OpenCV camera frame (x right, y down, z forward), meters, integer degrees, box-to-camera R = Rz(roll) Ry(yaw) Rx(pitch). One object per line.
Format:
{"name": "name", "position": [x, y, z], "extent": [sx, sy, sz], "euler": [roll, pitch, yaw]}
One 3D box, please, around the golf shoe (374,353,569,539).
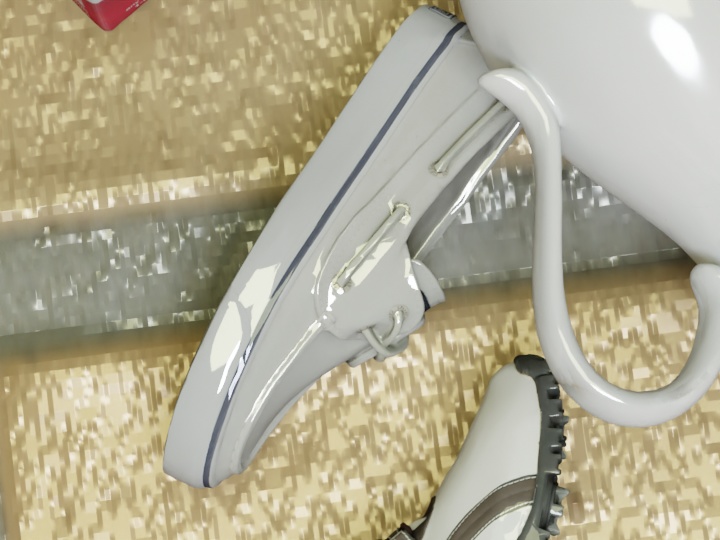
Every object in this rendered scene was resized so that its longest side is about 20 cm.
{"name": "golf shoe", "position": [0.016, 0.118, 1.040], "extent": [0.094, 0.078, 0.201], "euler": [17, 81, 4]}

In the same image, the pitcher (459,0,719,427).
{"name": "pitcher", "position": [0.099, -0.059, 1.013], "extent": [0.171, 0.121, 0.200], "euler": [-31, 85, -27]}

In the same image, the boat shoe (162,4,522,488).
{"name": "boat shoe", "position": [0.000, 0.000, 1.065], "extent": [0.066, 0.072, 0.200], "euler": [30, 75, 10]}

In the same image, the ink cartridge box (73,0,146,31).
{"name": "ink cartridge box", "position": [-0.090, -0.202, 1.028], "extent": [0.145, 0.200, 0.145], "euler": [-39, 82, -5]}
